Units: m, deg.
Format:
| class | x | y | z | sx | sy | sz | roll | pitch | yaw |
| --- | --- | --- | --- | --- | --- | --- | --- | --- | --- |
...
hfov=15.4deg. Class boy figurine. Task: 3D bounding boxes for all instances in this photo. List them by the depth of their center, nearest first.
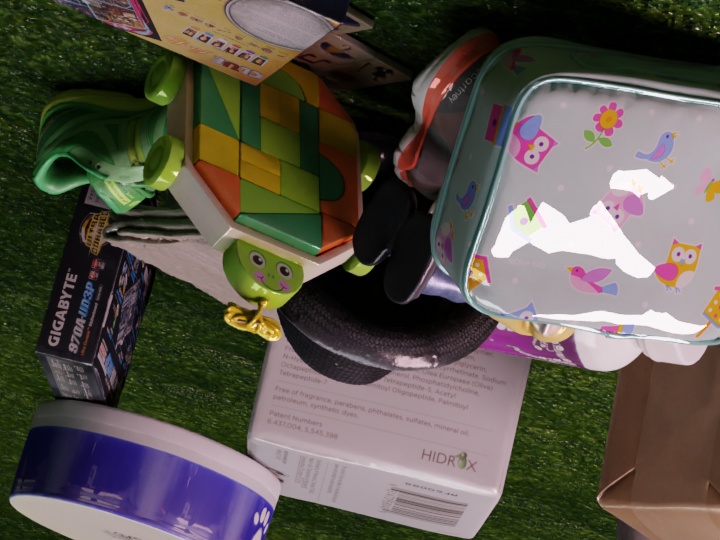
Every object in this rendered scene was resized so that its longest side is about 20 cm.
| class | x | y | z | sx | sy | sz | roll | pitch | yaw |
| --- | --- | --- | --- | --- | --- | --- | --- | --- | --- |
| boy figurine | 0.094 | 0.000 | 1.607 | 0.199 | 0.065 | 0.124 | 10 | -151 | -39 |

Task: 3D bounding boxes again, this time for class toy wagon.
| class | x | y | z | sx | sy | sz | roll | pitch | yaw |
| --- | --- | --- | --- | --- | --- | --- | --- | --- | --- |
| toy wagon | -0.055 | -0.048 | 1.585 | 0.155 | 0.201 | 0.040 | 23 | 133 | -27 |

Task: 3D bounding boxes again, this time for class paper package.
| class | x | y | z | sx | sy | sz | roll | pitch | yaw |
| --- | --- | --- | --- | --- | --- | --- | --- | --- | --- |
| paper package | 0.263 | 0.109 | 1.884 | 0.103 | 0.192 | 0.200 | 0 | 160 | 31 |

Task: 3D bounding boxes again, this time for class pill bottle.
| class | x | y | z | sx | sy | sz | roll | pitch | yaw |
| --- | --- | --- | --- | --- | --- | --- | --- | --- | --- |
| pill bottle | 0.131 | 0.005 | 1.758 | 0.199 | 0.113 | 0.112 | 10 | 164 | 27 |

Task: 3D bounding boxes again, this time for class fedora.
| class | x | y | z | sx | sy | sz | roll | pitch | yaw |
| --- | --- | --- | --- | --- | --- | --- | --- | --- | --- |
| fedora | 0.000 | 0.000 | 1.691 | 0.200 | 0.201 | 0.092 | 17 | 136 | -12 |

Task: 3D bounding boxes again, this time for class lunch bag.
| class | x | y | z | sx | sy | sz | roll | pitch | yaw |
| --- | --- | --- | --- | --- | --- | --- | --- | --- | --- |
| lunch bag | 0.148 | -0.047 | 1.495 | 0.199 | 0.161 | 0.077 | 7 | -162 | -23 |

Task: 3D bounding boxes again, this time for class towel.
| class | x | y | z | sx | sy | sz | roll | pitch | yaw |
| --- | --- | --- | --- | --- | --- | --- | --- | --- | --- |
| towel | -0.073 | -0.003 | 1.853 | 0.132 | 0.035 | 0.200 | 3 | 162 | 37 |

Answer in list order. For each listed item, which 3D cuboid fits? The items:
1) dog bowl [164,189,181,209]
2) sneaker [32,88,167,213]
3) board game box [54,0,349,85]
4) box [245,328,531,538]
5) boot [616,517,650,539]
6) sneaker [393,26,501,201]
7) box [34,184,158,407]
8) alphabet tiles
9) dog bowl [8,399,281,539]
| class | x | y | z | sx | sy | sz | roll | pitch | yaw |
| --- | --- | --- | --- | --- | --- | --- | --- | --- | --- |
| dog bowl | -0.047 | -0.041 | 1.869 | 0.199 | 0.059 | 0.200 | 12 | 163 | 3 |
| sneaker | -0.136 | -0.075 | 1.769 | 0.199 | 0.084 | 0.074 | 0 | 152 | 38 |
| board game box | -0.119 | -0.172 | 1.500 | 0.199 | 0.035 | 0.135 | 22 | 161 | -19 |
| box | 0.022 | 0.089 | 2.047 | 0.199 | 0.172 | 0.199 | 14 | 165 | 0 |
| boot | 0.206 | 0.121 | 1.954 | 0.072 | 0.201 | 0.182 | 3 | 161 | 32 |
| sneaker | 0.072 | -0.069 | 1.591 | 0.082 | 0.077 | 0.200 | 47 | 171 | 15 |
| box | -0.192 | 0.016 | 1.994 | 0.046 | 0.160 | 0.200 | 14 | 165 | 3 |
| alphabet tiles | -0.070 | -0.151 | 1.607 | 0.200 | 0.008 | 0.167 | 26 | 159 | -38 |
| dog bowl | -0.166 | 0.171 | 2.054 | 0.199 | 0.079 | 0.200 | 17 | 165 | 5 |
